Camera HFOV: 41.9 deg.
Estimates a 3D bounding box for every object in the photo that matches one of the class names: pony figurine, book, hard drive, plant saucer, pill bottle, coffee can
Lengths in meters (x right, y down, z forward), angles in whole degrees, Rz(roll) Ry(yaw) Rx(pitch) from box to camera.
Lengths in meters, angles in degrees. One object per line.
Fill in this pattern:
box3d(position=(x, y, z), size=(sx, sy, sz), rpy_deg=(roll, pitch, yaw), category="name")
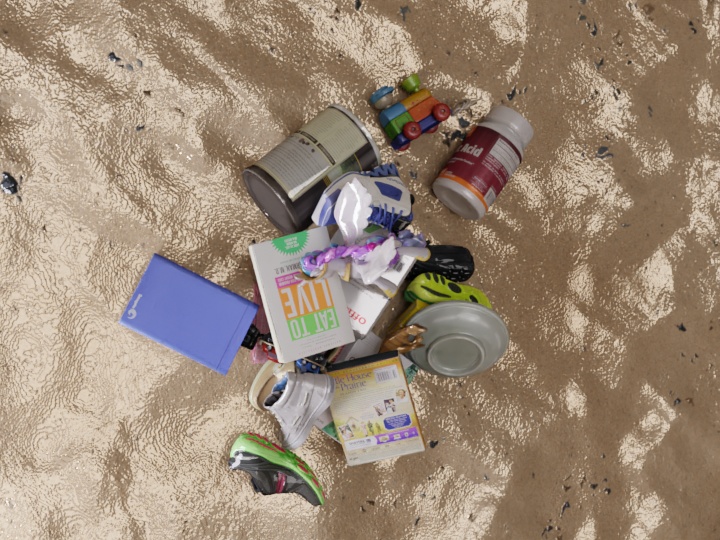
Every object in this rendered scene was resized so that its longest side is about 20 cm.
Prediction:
box3d(position=(0.012, -0.029, 1.508), size=(0.199, 0.193, 0.167), rpy_deg=(5, 50, -40), category="pony figurine")
box3d(position=(-0.096, 0.039, 1.567), size=(0.133, 0.048, 0.201), rpy_deg=(-16, 93, -17), category="book")
box3d(position=(-0.289, 0.074, 1.592), size=(0.199, 0.025, 0.132), rpy_deg=(27, 81, -7), category="hard drive")
box3d(position=(0.174, 0.141, 1.724), size=(0.199, 0.200, 0.050), rpy_deg=(27, 37, -20), category="plant saucer")
box3d(position=(0.235, -0.205, 1.778), size=(0.114, 0.114, 0.200), rpy_deg=(40, 76, -18), category="pill bottle")
box3d(position=(-0.083, -0.174, 1.631), size=(0.200, 0.146, 0.147), rpy_deg=(-40, 105, -17), category="coffee can")

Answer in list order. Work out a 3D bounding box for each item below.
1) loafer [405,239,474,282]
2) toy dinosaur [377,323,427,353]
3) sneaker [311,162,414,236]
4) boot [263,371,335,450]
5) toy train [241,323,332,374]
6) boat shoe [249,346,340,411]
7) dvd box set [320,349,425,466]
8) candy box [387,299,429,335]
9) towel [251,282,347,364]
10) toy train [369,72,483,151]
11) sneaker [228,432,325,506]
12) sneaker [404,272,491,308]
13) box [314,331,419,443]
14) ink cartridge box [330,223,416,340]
box3d(position=(0.116, -0.022, 1.765), size=(0.199, 0.068, 0.071), rpy_deg=(4, 51, -13), category="loafer")
box3d(position=(0.052, 0.137, 1.675), size=(0.106, 0.200, 0.061), rpy_deg=(-16, 65, -49), category="toy dinosaur")
box3d(position=(0.026, -0.109, 1.581), size=(0.199, 0.081, 0.115), rpy_deg=(-25, 64, -41), category="sneaker")
box3d(position=(-0.124, 0.236, 1.613), size=(0.095, 0.200, 0.074), rpy_deg=(14, 42, -21), category="boot")
box3d(position=(-0.142, 0.136, 1.616), size=(0.199, 0.034, 0.046), rpy_deg=(21, 75, 16), category="toy train")
box3d(position=(-0.114, 0.173, 1.651), size=(0.200, 0.066, 0.074), rpy_deg=(-47, 118, -3), category="boat shoe")
box3d(position=(0.022, 0.244, 1.651), size=(0.145, 0.029, 0.201), rpy_deg=(-14, 114, 8), category="dvd box set")
box3d(position=(0.160, 0.128, 1.765), size=(0.199, 0.102, 0.027), rpy_deg=(25, 42, -20), category="candy box")
box3d(position=(-0.098, 0.095, 1.696), size=(0.199, 0.023, 0.145), rpy_deg=(1, 91, -22), category="towel")
box3d(position=(0.120, -0.319, 1.754), size=(0.200, 0.085, 0.116), rpy_deg=(-34, 89, -18), category="toy train")
box3d(position=(-0.148, 0.361, 1.662), size=(0.200, 0.077, 0.084), rpy_deg=(36, 97, -16), category="sneaker")
box3d(position=(0.169, 0.062, 1.775), size=(0.199, 0.083, 0.074), rpy_deg=(28, 60, -25), category="sneaker")
box3d(position=(0.000, 0.221, 1.722), size=(0.144, 0.036, 0.201), rpy_deg=(37, 81, -23), category="box")
box3d(position=(0.000, 0.000, 1.658), size=(0.145, 0.084, 0.200), rpy_deg=(34, 79, 0), category="ink cartridge box")
